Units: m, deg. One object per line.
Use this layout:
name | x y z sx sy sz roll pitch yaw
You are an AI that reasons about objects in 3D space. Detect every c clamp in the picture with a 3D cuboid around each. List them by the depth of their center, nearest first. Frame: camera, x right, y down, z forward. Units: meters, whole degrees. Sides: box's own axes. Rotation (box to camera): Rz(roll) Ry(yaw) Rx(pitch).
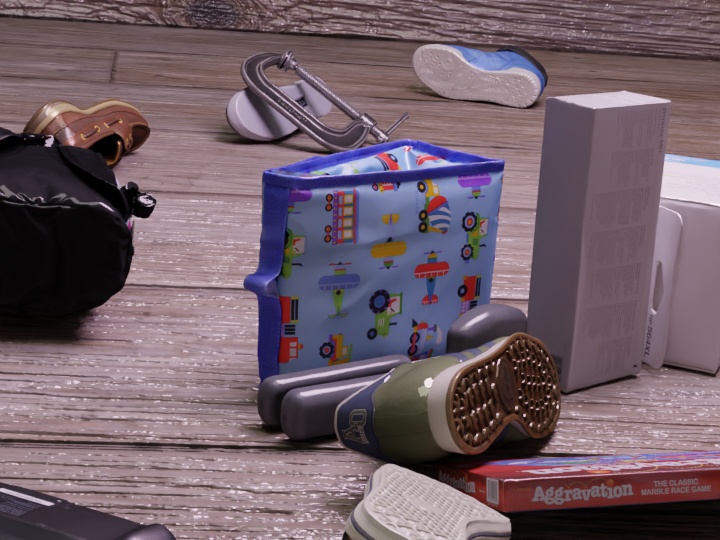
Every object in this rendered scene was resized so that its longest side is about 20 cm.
c clamp | -0.050 -0.207 1.858 0.200 0.027 0.171 36 36 -1

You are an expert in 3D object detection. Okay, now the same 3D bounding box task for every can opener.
can opener | 0.027 0.059 0.992 0.199 0.067 0.053 -7 19 -36

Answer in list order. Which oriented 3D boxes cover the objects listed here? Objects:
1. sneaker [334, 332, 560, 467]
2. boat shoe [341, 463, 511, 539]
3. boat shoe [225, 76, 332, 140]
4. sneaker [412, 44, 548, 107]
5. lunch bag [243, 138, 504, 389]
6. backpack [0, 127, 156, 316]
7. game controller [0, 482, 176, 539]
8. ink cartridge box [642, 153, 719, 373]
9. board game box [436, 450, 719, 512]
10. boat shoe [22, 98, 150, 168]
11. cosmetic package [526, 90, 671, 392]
sneaker | 0.052 0.079 0.927 0.089 0.067 0.200 -10 -2 24
boat shoe | 0.026 0.137 0.729 0.074 0.062 0.200 24 5 11
boat shoe | -0.114 -0.196 1.886 0.070 0.071 0.200 -19 6 33
sneaker | 0.183 -0.299 2.286 0.199 0.077 0.111 14 23 16
lunch bag | 0.000 0.000 1.040 0.094 0.151 0.200 17 19 38
backpack | -0.251 -0.036 1.149 0.166 0.127 0.200 13 12 -14
game controller | -0.188 0.130 0.755 0.199 0.042 0.104 12 3 24
ink cartridge box | 0.237 -0.011 1.187 0.125 0.129 0.200 10 16 21
board game box | 0.154 0.117 0.859 0.199 0.020 0.103 0 -1 -17
boat shoe | -0.280 -0.136 1.624 0.068 0.072 0.200 44 18 12
cosmetic package | 0.164 -0.022 1.072 0.082 0.201 0.051 -8 19 -37
